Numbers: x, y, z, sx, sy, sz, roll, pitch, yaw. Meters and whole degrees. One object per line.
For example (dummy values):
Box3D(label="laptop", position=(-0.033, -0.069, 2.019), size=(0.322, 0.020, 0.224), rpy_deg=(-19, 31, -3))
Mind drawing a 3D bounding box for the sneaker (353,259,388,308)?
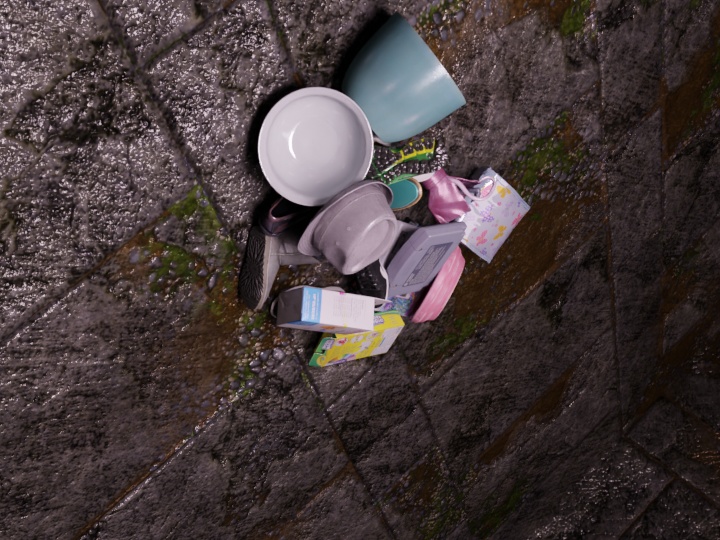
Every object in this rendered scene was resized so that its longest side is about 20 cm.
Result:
Box3D(label="sneaker", position=(0.000, 0.000, 1.788), size=(0.112, 0.072, 0.202), rpy_deg=(-50, 134, -59))

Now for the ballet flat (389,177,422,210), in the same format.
Box3D(label="ballet flat", position=(0.050, -0.147, 1.727), size=(0.063, 0.199, 0.069), rpy_deg=(-23, 100, -48))

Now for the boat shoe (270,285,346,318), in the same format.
Box3D(label="boat shoe", position=(-0.093, 0.077, 1.830), size=(0.199, 0.060, 0.074), rpy_deg=(0, 121, -46))

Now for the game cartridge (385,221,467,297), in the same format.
Box3D(label="game cartridge", position=(0.124, -0.023, 1.843), size=(0.132, 0.042, 0.201), rpy_deg=(-6, 145, -35))

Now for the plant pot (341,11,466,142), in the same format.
Box3D(label="plant pot", position=(0.063, -0.324, 1.583), size=(0.161, 0.201, 0.201), rpy_deg=(-39, 143, 7))

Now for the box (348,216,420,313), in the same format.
Box3D(label="box", position=(0.076, -0.003, 1.963), size=(0.200, 0.040, 0.137), rpy_deg=(-49, 141, -5))

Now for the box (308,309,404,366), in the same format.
Box3D(label="box", position=(-0.015, 0.148, 1.933), size=(0.198, 0.049, 0.118), rpy_deg=(-11, 148, -32))

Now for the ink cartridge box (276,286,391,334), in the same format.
Box3D(label="ink cartridge box", position=(-0.050, 0.083, 1.751), size=(0.198, 0.115, 0.069), rpy_deg=(9, 78, -29))

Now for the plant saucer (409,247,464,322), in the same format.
Box3D(label="plant saucer", position=(0.175, 0.032, 1.993), size=(0.202, 0.050, 0.201), rpy_deg=(-62, -179, 2))

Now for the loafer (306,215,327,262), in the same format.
Box3D(label="loafer", position=(-0.048, -0.108, 1.702), size=(0.201, 0.071, 0.063), rpy_deg=(-62, 142, -20))

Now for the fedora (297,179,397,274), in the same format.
Box3D(label="fedora", position=(-0.008, -0.062, 1.570), size=(0.200, 0.091, 0.176), rpy_deg=(-47, 153, 23))

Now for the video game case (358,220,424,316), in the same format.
Box3D(label="video game case", position=(0.091, 0.000, 1.930), size=(0.181, 0.024, 0.201), rpy_deg=(13, 108, -50))

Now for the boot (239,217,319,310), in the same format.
Box3D(label="boot", position=(-0.129, -0.019, 1.722), size=(0.199, 0.072, 0.183), rpy_deg=(-11, 126, -49))

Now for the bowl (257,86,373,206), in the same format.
Box3D(label="bowl", position=(-0.080, -0.219, 1.560), size=(0.199, 0.090, 0.203), rpy_deg=(-2, 105, -6))

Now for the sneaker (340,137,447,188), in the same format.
Box3D(label="sneaker", position=(0.058, -0.188, 1.623), size=(0.198, 0.085, 0.079), rpy_deg=(-8, 91, 1))

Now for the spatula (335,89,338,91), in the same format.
Box3D(label="spatula", position=(-0.082, -0.232, 1.632), size=(0.056, 0.021, 0.201), rpy_deg=(27, 102, -47))

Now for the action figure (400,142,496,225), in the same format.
Box3D(label="action figure", position=(0.147, -0.182, 1.802), size=(0.200, 0.148, 0.134), rpy_deg=(44, 57, -18))

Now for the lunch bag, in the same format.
Box3D(label="lunch bag", position=(0.267, -0.133, 1.996), size=(0.170, 0.127, 0.200), rpy_deg=(-54, 152, 5))

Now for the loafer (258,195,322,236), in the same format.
Box3D(label="loafer", position=(-0.099, -0.135, 1.632), size=(0.200, 0.072, 0.063), rpy_deg=(-41, 175, -23))

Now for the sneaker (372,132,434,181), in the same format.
Box3D(label="sneaker", position=(0.061, -0.209, 1.707), size=(0.198, 0.081, 0.077), rpy_deg=(13, 107, -27))
